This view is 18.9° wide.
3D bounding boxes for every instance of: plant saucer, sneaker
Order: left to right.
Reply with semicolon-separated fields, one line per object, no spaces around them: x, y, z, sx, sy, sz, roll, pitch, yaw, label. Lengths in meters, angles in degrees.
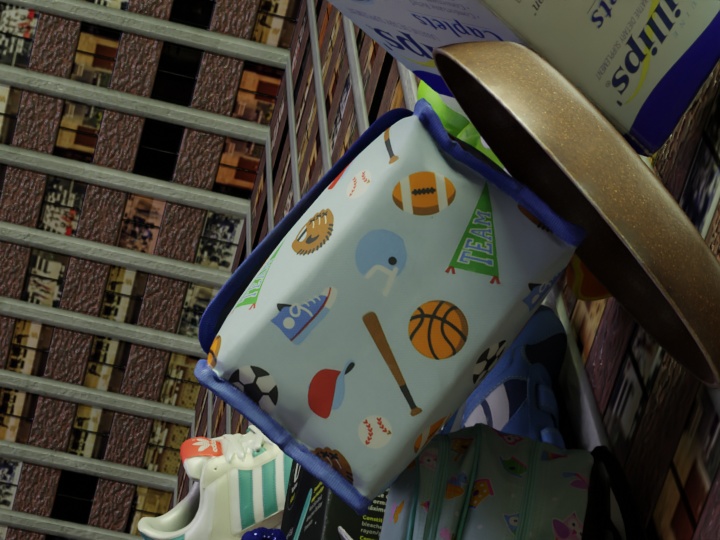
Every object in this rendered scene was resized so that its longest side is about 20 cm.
-0.068;0.132;1.448;0.200;0.093;0.070;-49;13;11;sneaker
0.086;0.106;1.214;0.074;0.082;0.200;74;-146;-47;sneaker
0.108;-0.033;0.981;0.034;0.200;0.200;-39;10;-1;plant saucer

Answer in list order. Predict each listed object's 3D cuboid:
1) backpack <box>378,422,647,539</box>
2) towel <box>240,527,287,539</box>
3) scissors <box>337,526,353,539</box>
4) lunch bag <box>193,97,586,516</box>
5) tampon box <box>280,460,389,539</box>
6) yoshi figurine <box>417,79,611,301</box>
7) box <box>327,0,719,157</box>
0.065;0.169;1.052;0.167;0.126;0.201;109;173;-53;backpack
-0.045;0.255;1.152;0.148;0.049;0.201;-130;49;-57;towel
0.042;0.206;1.164;0.200;0.014;0.073;58;161;24;scissors
0.009;0.012;1.051;0.170;0.124;0.200;-49;-1;2;lunch bag
0.019;0.187;1.305;0.150;0.126;0.201;122;159;-63;tampon box
0.082;-0.065;1.221;0.112;0.112;0.201;-35;55;31;yoshi figurine
0.058;-0.161;1.061;0.184;0.200;0.105;24;81;51;box
